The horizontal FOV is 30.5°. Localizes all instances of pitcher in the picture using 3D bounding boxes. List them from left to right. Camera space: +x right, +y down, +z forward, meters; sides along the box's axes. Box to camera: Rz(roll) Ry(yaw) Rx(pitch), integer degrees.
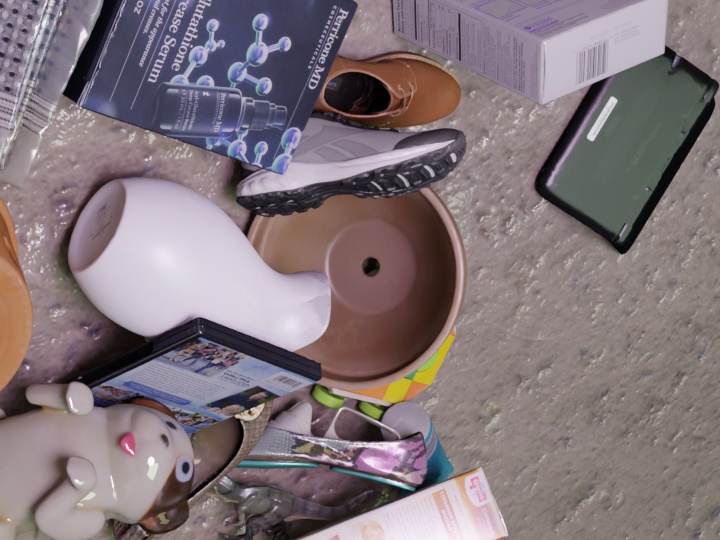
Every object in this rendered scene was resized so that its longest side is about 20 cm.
[{"bbox_3d":[-0.150,0.022,1.086,0.199,0.122,0.171,30,122,-34],"label":"pitcher"}]

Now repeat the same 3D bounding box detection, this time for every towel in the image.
[{"bbox_3d":[-0.281,-0.172,0.875,0.198,0.035,0.194,20,102,-19],"label":"towel"}]

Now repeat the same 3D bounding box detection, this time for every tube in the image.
[{"bbox_3d":[0.062,0.201,1.392,0.077,0.050,0.201,-37,150,-11],"label":"tube"}]

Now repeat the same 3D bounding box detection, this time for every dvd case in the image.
[{"bbox_3d":[-0.151,0.096,1.102,0.199,0.018,0.142,-24,146,34],"label":"dvd case"}]

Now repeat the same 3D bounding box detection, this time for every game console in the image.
[{"bbox_3d":[0.290,-0.134,1.429,0.175,0.116,0.201,30,93,-15],"label":"game console"}]

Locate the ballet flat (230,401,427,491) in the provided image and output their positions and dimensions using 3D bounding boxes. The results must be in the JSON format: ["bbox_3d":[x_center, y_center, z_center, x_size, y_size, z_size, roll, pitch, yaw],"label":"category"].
[{"bbox_3d":[-0.032,0.165,1.268,0.198,0.069,0.072,8,81,-4],"label":"ballet flat"}]

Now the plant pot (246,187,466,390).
[{"bbox_3d":[0.000,0.000,1.182,0.202,0.200,0.093,-64,172,9],"label":"plant pot"}]

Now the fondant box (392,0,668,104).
[{"bbox_3d":[0.141,-0.220,1.130,0.143,0.200,0.059,-24,129,-27],"label":"fondant box"}]

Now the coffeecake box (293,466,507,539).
[{"bbox_3d":[0.028,0.268,1.309,0.198,0.074,0.154,-20,170,-11],"label":"coffeecake box"}]

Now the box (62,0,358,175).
[{"bbox_3d":[-0.127,-0.179,0.996,0.199,0.107,0.150,15,103,-45],"label":"box"}]

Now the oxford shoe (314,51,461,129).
[{"bbox_3d":[0.022,-0.152,1.162,0.199,0.071,0.072,-3,114,-40],"label":"oxford shoe"}]

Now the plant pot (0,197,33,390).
[{"bbox_3d":[-0.320,0.018,0.925,0.199,0.140,0.202,-19,125,-30],"label":"plant pot"}]

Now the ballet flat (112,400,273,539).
[{"bbox_3d":[-0.152,0.173,1.202,0.067,0.046,0.200,44,85,-2],"label":"ballet flat"}]

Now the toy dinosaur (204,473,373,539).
[{"bbox_3d":[-0.088,0.237,1.291,0.199,0.048,0.088,14,126,-32],"label":"toy dinosaur"}]

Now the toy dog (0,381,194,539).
[{"bbox_3d":[-0.231,0.168,1.052,0.198,0.140,0.195,-9,143,-8],"label":"toy dog"}]

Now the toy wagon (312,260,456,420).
[{"bbox_3d":[0.009,0.065,1.292,0.199,0.039,0.156,19,101,-44],"label":"toy wagon"}]

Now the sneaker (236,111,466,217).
[{"bbox_3d":[-0.011,-0.100,1.094,0.074,0.198,0.080,42,43,-69],"label":"sneaker"}]
